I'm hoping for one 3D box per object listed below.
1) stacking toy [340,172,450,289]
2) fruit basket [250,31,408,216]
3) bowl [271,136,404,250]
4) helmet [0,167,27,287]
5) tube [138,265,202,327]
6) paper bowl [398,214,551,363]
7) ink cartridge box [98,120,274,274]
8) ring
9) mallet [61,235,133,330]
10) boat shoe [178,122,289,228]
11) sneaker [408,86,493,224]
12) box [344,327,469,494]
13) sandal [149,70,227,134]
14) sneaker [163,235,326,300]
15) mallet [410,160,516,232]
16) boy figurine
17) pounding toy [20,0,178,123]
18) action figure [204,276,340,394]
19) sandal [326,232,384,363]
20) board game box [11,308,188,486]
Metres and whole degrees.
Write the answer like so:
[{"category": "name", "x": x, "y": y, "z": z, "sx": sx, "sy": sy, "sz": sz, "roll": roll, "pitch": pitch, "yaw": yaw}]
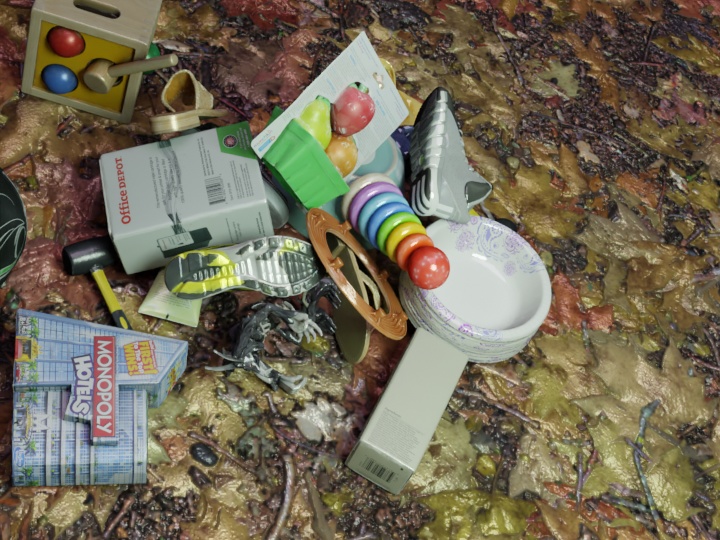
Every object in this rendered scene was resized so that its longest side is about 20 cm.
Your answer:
[{"category": "stacking toy", "x": 0.050, "y": -0.043, "z": 1.592, "sx": 0.084, "sy": 0.086, "sz": 0.200, "roll": -7, "pitch": 36, "yaw": -26}, {"category": "fruit basket", "x": -0.038, "y": -0.185, "z": 1.586, "sx": 0.093, "sy": 0.185, "sz": 0.201, "roll": 34, "pitch": 80, "yaw": 33}, {"category": "bowl", "x": -0.017, "y": -0.137, "z": 1.730, "sx": 0.198, "sy": 0.105, "sz": 0.203, "roll": 11, "pitch": 52, "yaw": -14}, {"category": "helmet", "x": -0.495, "y": -0.031, "z": 1.415, "sx": 0.199, "sy": 0.201, "sz": 0.191, "roll": 35, "pitch": 33, "yaw": 7}, {"category": "tube", "x": -0.221, "y": -0.016, "z": 1.598, "sx": 0.052, "sy": 0.058, "sz": 0.202, "roll": 47, "pitch": 42, "yaw": -36}, {"category": "paper bowl", "x": 0.148, "y": 0.034, "z": 1.666, "sx": 0.198, "sy": 0.105, "sz": 0.202, "roll": 11, "pitch": 51, "yaw": -14}, {"category": "ink cartridge box", "x": -0.221, "y": -0.093, "z": 1.573, "sx": 0.198, "sy": 0.083, "sz": 0.148, "roll": -13, "pitch": 53, "yaw": -4}, {"category": "ring", "x": 0.000, "y": 0.000, "z": 1.566, "sx": 0.201, "sy": 0.019, "sz": 0.201, "roll": 48, "pitch": 15, "yaw": -17}, {"category": "mallet", "x": -0.296, "y": 0.042, "z": 1.530, "sx": 0.065, "sy": 0.041, "sz": 0.201, "roll": -26, "pitch": 71, "yaw": -31}, {"category": "boat shoe", "x": -0.161, "y": -0.141, "z": 1.695, "sx": 0.200, "sy": 0.072, "sz": 0.071, "roll": 42, "pitch": 55, "yaw": 14}, {"category": "sneaker", "x": 0.129, "y": -0.148, "z": 1.689, "sx": 0.114, "sy": 0.075, "sz": 0.202, "roll": 19, "pitch": 61, "yaw": -21}, {"category": "box", "x": 0.060, "y": 0.173, "z": 1.549, "sx": 0.082, "sy": 0.069, "sz": 0.201, "roll": 31, "pitch": 49, "yaw": 2}, {"category": "sandal", "x": -0.229, "y": -0.229, "z": 1.633, "sx": 0.077, "sy": 0.071, "sz": 0.212, "roll": -6, "pitch": 12, "yaw": 10}, {"category": "sneaker", "x": -0.141, "y": -0.009, "z": 1.524, "sx": 0.197, "sy": 0.085, "sz": 0.075, "roll": -2, "pitch": 99, "yaw": -5}, {"category": "mallet", "x": 0.149, "y": -0.097, "z": 1.759, "sx": 0.200, "sy": 0.041, "sz": 0.066, "roll": 47, "pitch": 43, "yaw": -12}, {"category": "boy figurine", "x": 0.056, "y": -0.233, "z": 1.859, "sx": 0.123, "sy": 0.065, "sz": 0.202, "roll": -8, "pitch": 60, "yaw": -25}, {"category": "pounding toy", "x": -0.345, "y": -0.294, "z": 1.665, "sx": 0.198, "sy": 0.185, "sz": 0.143, "roll": 16, "pitch": 50, "yaw": -10}, {"category": "action figure", "x": -0.096, "y": 0.084, "z": 1.526, "sx": 0.102, "sy": 0.120, "sz": 0.200, "roll": 37, "pitch": 44, "yaw": 16}, {"category": "sandal", "x": 0.000, "y": 0.027, "z": 1.635, "sx": 0.069, "sy": 0.078, "sz": 0.213, "roll": 8, "pitch": 49, "yaw": -35}, {"category": "board game box", "x": -0.296, "y": 0.142, "z": 1.420, "sx": 0.197, "sy": 0.062, "sz": 0.202, "roll": -1, "pitch": 55, "yaw": -12}]
